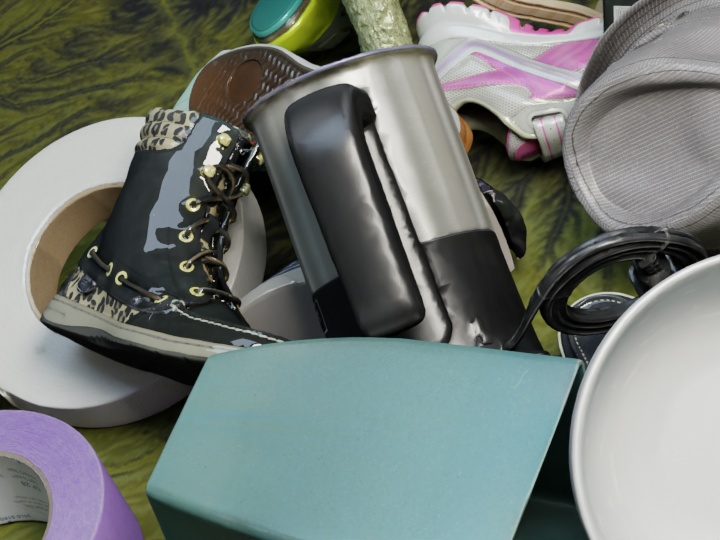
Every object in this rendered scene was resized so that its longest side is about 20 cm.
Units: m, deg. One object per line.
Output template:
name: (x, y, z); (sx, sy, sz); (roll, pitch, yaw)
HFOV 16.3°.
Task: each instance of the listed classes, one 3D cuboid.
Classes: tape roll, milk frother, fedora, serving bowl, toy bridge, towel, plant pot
tape roll: (-0.155, 0.001, 1.566); (0.203, 0.037, 0.203); (-10, 63, 21)
milk frother: (0.061, -0.035, 1.357); (0.200, 0.181, 0.188); (-19, 81, -8)
fedora: (0.191, -0.077, 1.399); (0.200, 0.177, 0.090); (-16, 0, 35)
tape roll: (-0.226, 0.175, 1.440); (0.200, 0.066, 0.200); (-15, 41, 13)
serving bowl: (0.195, 0.089, 1.240); (0.200, 0.200, 0.066); (-33, 4, -8)
toy bridge: (0.087, -0.201, 1.615); (0.027, 0.200, 0.067); (-46, 14, 52)
towel: (-0.003, -0.196, 1.613); (0.036, 0.148, 0.200); (-20, 6, 1)
plant pot: (0.005, 0.119, 1.275); (0.200, 0.141, 0.141); (12, 56, 20)

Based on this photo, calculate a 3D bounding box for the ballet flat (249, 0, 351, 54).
ballet flat: (-0.037, -0.187, 1.722); (0.067, 0.067, 0.200); (-39, 24, 14)

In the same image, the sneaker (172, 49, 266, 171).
sneaker: (-0.052, -0.075, 1.617); (0.200, 0.074, 0.118); (13, 53, 42)

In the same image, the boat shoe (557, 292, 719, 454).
boat shoe: (0.165, 0.062, 1.358); (0.075, 0.062, 0.200); (-31, 38, -4)

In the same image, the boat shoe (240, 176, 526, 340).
boat shoe: (0.000, 0.000, 1.519); (0.200, 0.075, 0.093); (-23, 26, 0)

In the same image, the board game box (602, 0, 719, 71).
board game box: (0.234, -0.092, 1.442); (0.200, 0.135, 0.028); (6, 15, 33)

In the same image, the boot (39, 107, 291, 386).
boot: (-0.090, -0.014, 1.454); (0.204, 0.073, 0.154); (12, 75, 47)

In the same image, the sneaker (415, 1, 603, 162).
sneaker: (0.126, -0.105, 1.553); (0.200, 0.081, 0.088); (6, 72, 18)

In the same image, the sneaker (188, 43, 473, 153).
sneaker: (-0.019, -0.087, 1.538); (0.200, 0.085, 0.073); (12, 76, 41)
